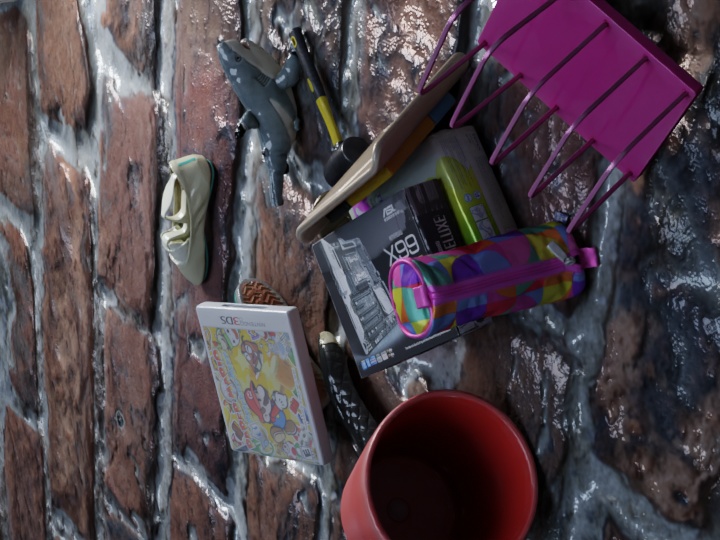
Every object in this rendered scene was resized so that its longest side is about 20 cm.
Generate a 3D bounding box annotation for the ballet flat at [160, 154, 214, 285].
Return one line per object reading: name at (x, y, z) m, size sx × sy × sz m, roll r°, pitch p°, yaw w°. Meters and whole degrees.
ballet flat at (-0.241, -0.064, 2.111) m, size 0.069 × 0.069 × 0.202 m, roll 37°, pitch 132°, yaw 42°

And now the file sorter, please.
file sorter at (0.166, -0.155, 1.370) m, size 0.200 × 0.125 × 0.139 m, roll 43°, pitch 149°, yaw 11°

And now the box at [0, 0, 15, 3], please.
box at (-0.624, -0.526, 2.362) m, size 0.172 × 0.199 × 0.200 m, roll 55°, pitch 141°, yaw 29°

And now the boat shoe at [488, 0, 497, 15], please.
boat shoe at (0.180, -0.295, 1.410) m, size 0.199 × 0.070 × 0.070 m, roll -25°, pitch 73°, yaw 50°

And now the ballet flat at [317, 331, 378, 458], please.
ballet flat at (-0.003, 0.160, 1.886) m, size 0.067 × 0.056 × 0.201 m, roll 82°, pitch 164°, yaw -66°

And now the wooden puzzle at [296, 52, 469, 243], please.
wooden puzzle at (0.027, -0.121, 1.618) m, size 0.037 × 0.185 × 0.200 m, roll 42°, pitch 145°, yaw -3°

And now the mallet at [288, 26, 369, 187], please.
mallet at (-0.039, -0.195, 1.797) m, size 0.066 × 0.041 × 0.202 m, roll -35°, pitch 70°, yaw 58°

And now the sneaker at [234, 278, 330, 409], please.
sneaker at (-0.113, 0.109, 1.990) m, size 0.201 × 0.071 × 0.080 m, roll 60°, pitch 139°, yaw 18°

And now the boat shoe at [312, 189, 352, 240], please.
boat shoe at (-0.001, 0.000, 1.800) m, size 0.068 × 0.071 × 0.202 m, roll -112°, pitch 2°, yaw -83°

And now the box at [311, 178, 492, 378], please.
box at (0.040, 0.012, 1.632) m, size 0.200 × 0.049 × 0.159 m, roll -28°, pitch 82°, yaw 56°

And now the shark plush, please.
shark plush at (-0.124, -0.180, 1.880) m, size 0.091 × 0.083 × 0.202 m, roll 20°, pitch 119°, yaw 50°

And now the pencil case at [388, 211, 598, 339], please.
pencil case at (0.126, 0.007, 1.503) m, size 0.088 × 0.199 × 0.089 m, roll 41°, pitch 139°, yaw 50°

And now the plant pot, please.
plant pot at (0.069, 0.247, 1.691) m, size 0.202 × 0.199 × 0.177 m, roll 67°, pitch 155°, yaw 11°

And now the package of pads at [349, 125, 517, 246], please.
package of pads at (0.078, -0.049, 1.657) m, size 0.200 × 0.068 × 0.156 m, roll -35°, pitch 75°, yaw 54°

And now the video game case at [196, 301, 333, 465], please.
video game case at (-0.122, 0.139, 1.948) m, size 0.181 × 0.023 × 0.202 m, roll 2°, pitch 110°, yaw 47°
